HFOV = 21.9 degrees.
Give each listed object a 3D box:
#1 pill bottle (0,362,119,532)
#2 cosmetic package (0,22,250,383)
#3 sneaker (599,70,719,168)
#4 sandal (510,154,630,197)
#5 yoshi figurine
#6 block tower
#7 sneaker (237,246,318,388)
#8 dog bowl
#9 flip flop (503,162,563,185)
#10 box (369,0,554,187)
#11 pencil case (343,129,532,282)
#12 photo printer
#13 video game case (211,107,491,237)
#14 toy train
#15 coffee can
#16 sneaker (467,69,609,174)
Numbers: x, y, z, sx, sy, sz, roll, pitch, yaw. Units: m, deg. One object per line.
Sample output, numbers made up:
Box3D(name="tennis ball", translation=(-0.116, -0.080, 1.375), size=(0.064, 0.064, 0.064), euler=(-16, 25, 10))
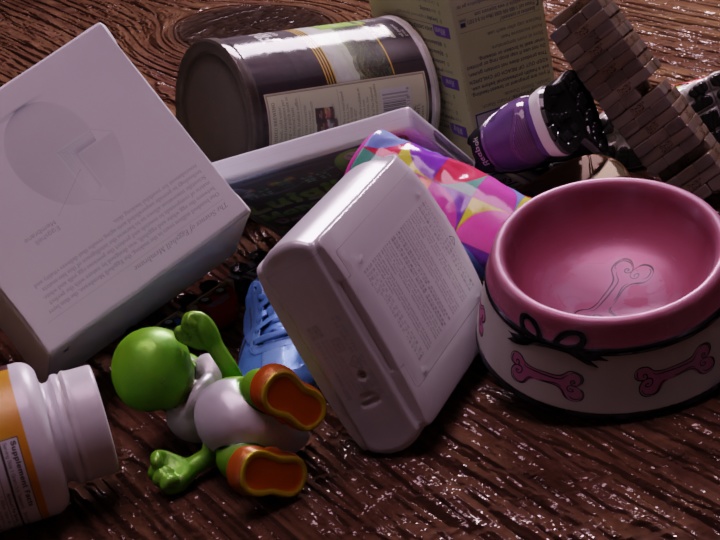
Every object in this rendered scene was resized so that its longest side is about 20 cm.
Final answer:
Box3D(name="pill bottle", translation=(-0.271, 0.129, 1.270), size=(0.199, 0.110, 0.109), euler=(-16, 21, -11))
Box3D(name="cosmetic package", translation=(-0.230, -0.050, 1.496), size=(0.199, 0.200, 0.123), euler=(-36, -9, -18))
Box3D(name="sneaker", translation=(0.309, -0.150, 1.724), size=(0.199, 0.077, 0.085), euler=(-9, 15, 8))
Box3D(name="sandal", translation=(0.130, -0.036, 1.533), size=(0.199, 0.054, 0.081), euler=(-19, 64, 7))
Box3D(name="yoshi figurine", translation=(-0.113, 0.090, 1.293), size=(0.112, 0.112, 0.200), euler=(-29, 22, -23))
Box3D(name="block tower", translation=(0.239, -0.147, 1.587), size=(0.054, 0.200, 0.058), euler=(-36, 1, 23))
Box3D(name="sneaker", translation=(-0.066, 0.041, 1.433), size=(0.066, 0.079, 0.200), euler=(-8, 22, 6))
Box3D(name="dog bowl", translation=(0.176, 0.011, 1.295), size=(0.199, 0.074, 0.200), euler=(-6, 37, 5))
Box3D(name="flip flop", translation=(0.174, -0.063, 1.606), size=(0.081, 0.058, 0.200), euler=(-14, 33, -36))
Box3D(name="box", translation=(0.100, -0.185, 1.749), size=(0.096, 0.201, 0.176), euler=(-19, 21, -21))
Box3D(name="pencil case", translation=(0.083, -0.041, 1.454), size=(0.199, 0.089, 0.088), euler=(24, 31, 13))
Box3D(name="photo printer", translation=(0.019, 0.015, 1.329), size=(0.069, 0.167, 0.200), euler=(-24, 13, 29))
Box3D(name="video game case", translation=(-0.010, -0.076, 1.592), size=(0.199, 0.023, 0.182), euler=(-14, -22, 23))
Box3D(name="toy train", translation=(-0.126, 0.033, 1.553), size=(0.046, 0.034, 0.200), euler=(15, 32, 32))
Box3D(name="coffee can", translation=(-0.048, -0.149, 1.696), size=(0.199, 0.147, 0.146), euler=(-12, 17, -32))
Box3D(name="sneaker", translation=(0.145, -0.119, 1.562), size=(0.087, 0.076, 0.200), euler=(-21, -4, 22))
